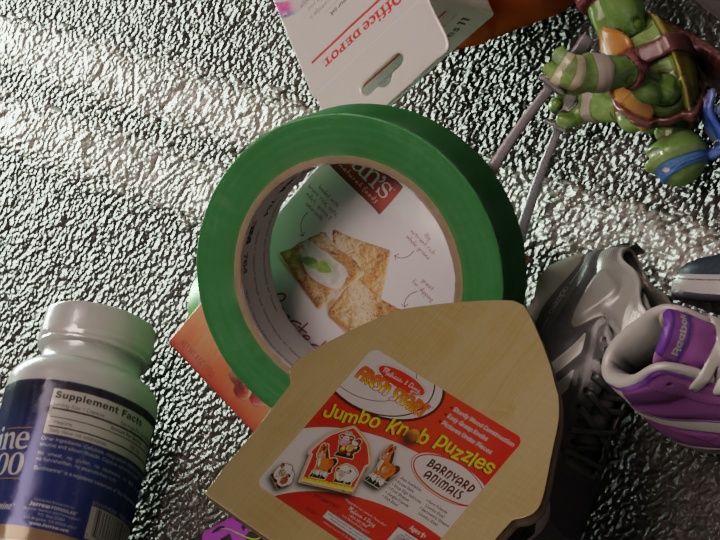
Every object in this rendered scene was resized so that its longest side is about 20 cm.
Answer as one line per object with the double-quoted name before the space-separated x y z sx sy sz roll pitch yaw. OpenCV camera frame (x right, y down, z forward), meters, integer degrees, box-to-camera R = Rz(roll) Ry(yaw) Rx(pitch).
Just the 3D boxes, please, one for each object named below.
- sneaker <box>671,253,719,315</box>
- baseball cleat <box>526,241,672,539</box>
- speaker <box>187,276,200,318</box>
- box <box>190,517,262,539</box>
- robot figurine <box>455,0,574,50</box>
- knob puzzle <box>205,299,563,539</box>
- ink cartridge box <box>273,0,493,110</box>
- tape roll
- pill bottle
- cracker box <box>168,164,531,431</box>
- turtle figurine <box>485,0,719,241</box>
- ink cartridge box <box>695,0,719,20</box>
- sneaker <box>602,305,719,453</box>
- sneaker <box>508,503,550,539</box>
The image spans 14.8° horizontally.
"sneaker" 0.275 -0.043 1.587 0.202 0.077 0.146 -4 75 34
"baseball cleat" 0.139 0.071 1.674 0.106 0.070 0.200 -21 53 41
"speaker" -0.022 0.012 1.867 0.200 0.088 0.088 -15 57 40
"box" -0.027 0.200 1.797 0.200 0.036 0.143 -30 47 29
"robot figurine" 0.072 -0.211 1.882 0.200 0.117 0.144 -17 75 40
"knob puzzle" 0.035 0.100 1.604 0.220 0.030 0.220 -13 52 17
"ink cartridge box" 0.009 -0.184 1.811 0.117 0.067 0.200 -40 56 31
"tape roll" 0.000 0.000 1.688 0.200 0.048 0.200 4 102 21
"pill bottle" -0.206 0.128 1.966 0.111 0.111 0.200 -10 60 43
"cracker box" -0.008 0.020 1.761 0.134 0.058 0.200 45 107 14
"turtle figurine" 0.129 -0.134 1.734 0.200 0.144 0.194 -20 72 31
"ink cartridge box" 0.237 -0.267 1.732 0.129 0.125 0.200 -36 47 24
"sneaker" 0.226 0.058 1.550 0.200 0.114 0.073 -12 57 40
"sneaker" 0.044 0.136 1.669 0.200 0.077 0.076 1 76 48
